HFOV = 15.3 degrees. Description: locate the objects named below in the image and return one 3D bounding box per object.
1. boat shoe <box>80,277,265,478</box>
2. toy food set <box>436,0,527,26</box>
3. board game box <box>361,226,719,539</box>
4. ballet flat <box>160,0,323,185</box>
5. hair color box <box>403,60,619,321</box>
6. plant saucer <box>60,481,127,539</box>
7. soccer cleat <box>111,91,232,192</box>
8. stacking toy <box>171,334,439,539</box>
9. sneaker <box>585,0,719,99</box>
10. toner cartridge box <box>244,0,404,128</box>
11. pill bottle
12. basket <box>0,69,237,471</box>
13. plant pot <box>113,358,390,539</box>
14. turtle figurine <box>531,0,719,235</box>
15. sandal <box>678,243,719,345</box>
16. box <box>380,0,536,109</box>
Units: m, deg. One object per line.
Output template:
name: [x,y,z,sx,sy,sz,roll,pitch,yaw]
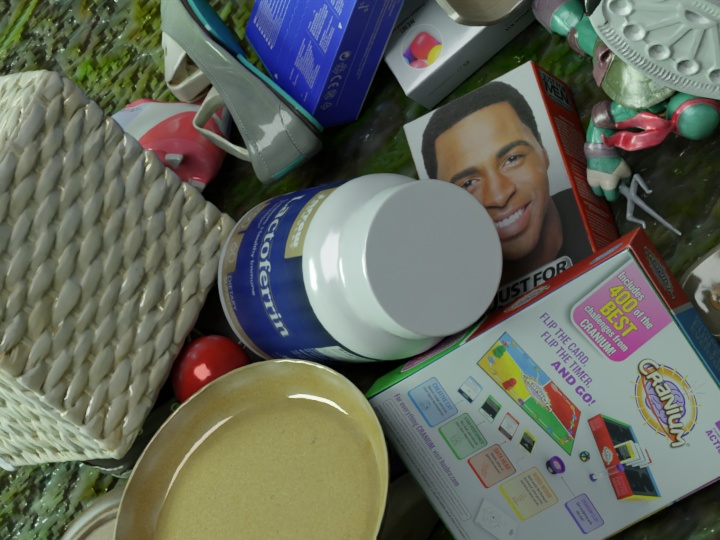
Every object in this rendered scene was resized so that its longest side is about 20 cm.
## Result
boat shoe: [-0.118,0.060,1.792,0.200,0.060,0.072,-43,61,13]
toy food set: [0.098,-0.269,1.708,0.200,0.060,0.144,-45,56,11]
board game box: [0.124,0.088,1.612,0.200,0.040,0.153,-31,98,23]
ballet flat: [-0.098,-0.128,1.793,0.064,0.067,0.200,-44,51,3]
hair color box: [0.107,-0.019,1.689,0.101,0.061,0.200,-27,65,22]
plant saucer: [-0.141,0.231,1.778,0.200,0.032,0.200,-8,72,27]
soccer cleat: [-0.176,-0.083,1.869,0.200,0.067,0.077,-6,45,32]
stacking toy: [-0.045,0.112,1.708,0.200,0.085,0.085,37,96,22]
sneaker: [0.227,-0.177,1.601,0.081,0.200,0.147,127,157,-47]
toner cartridge box: [-0.015,-0.192,1.743,0.095,0.043,0.200,60,147,27]
pill bottle: [0.000,0.000,1.662,0.200,0.116,0.116,-10,68,63]
basket: [-0.215,-0.001,1.733,0.161,0.198,0.200,-6,51,50]
plant pot: [-0.062,0.150,1.626,0.200,0.027,0.200,-17,56,27]
turtle figurine: [0.186,-0.126,1.655,0.150,0.101,0.200,-31,52,3]
sandal: [0.268,-0.026,1.606,0.200,0.054,0.080,-38,62,15]
box: [0.047,-0.233,1.791,0.156,0.041,0.200,-41,61,14]
